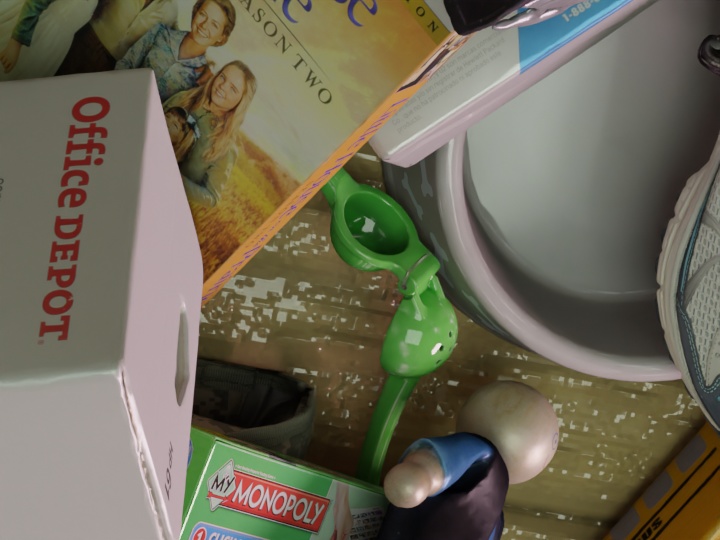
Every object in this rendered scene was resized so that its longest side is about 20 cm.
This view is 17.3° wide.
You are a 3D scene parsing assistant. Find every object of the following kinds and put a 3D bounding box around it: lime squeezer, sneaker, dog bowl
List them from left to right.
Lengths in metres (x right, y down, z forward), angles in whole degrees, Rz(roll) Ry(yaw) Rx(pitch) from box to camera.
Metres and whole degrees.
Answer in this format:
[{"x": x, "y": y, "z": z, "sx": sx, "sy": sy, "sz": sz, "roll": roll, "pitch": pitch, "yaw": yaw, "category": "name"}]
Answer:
[{"x": 0.000, "y": 0.000, "z": 0.897, "sx": 0.038, "sy": 0.071, "sz": 0.200, "roll": -33, "pitch": 115, "yaw": -33, "category": "lime squeezer"}, {"x": 0.109, "y": -0.049, "z": 0.895, "sx": 0.200, "sy": 0.059, "sz": 0.201, "roll": -3, "pitch": 109, "yaw": -9, "category": "dog bowl"}, {"x": 0.155, "y": -0.022, "z": 0.834, "sx": 0.077, "sy": 0.086, "sz": 0.200, "roll": 1, "pitch": 108, "yaw": -9, "category": "sneaker"}]

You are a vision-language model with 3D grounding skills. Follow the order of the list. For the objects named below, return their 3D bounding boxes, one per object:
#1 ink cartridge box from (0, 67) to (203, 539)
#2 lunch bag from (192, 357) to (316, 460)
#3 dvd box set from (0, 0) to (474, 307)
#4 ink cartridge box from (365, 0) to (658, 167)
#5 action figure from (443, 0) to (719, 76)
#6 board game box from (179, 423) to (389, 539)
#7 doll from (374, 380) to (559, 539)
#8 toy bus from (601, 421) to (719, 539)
[{"x": -0.154, "y": 0.018, "z": 0.727, "sx": 0.199, "sy": 0.145, "sz": 0.085, "roll": -5, "pitch": 131, "yaw": 3, "category": "ink cartridge box"}, {"x": -0.109, "y": 0.120, "z": 0.878, "sx": 0.200, "sy": 0.117, "sz": 0.164, "roll": -3, "pitch": 108, "yaw": -44, "category": "lunch bag"}, {"x": -0.061, "y": -0.081, "z": 0.792, "sx": 0.146, "sy": 0.029, "sz": 0.200, "roll": 51, "pitch": 126, "yaw": 6, "category": "dvd box set"}, {"x": 0.005, "y": -0.150, "z": 0.812, "sx": 0.115, "sy": 0.068, "sz": 0.200, "roll": -33, "pitch": 87, "yaw": 7, "category": "ink cartridge box"}, {"x": 0.100, "y": -0.118, "z": 0.737, "sx": 0.200, "sy": 0.130, "sz": 0.069, "roll": -10, "pitch": 156, "yaw": -38, "category": "action figure"}, {"x": -0.035, "y": 0.135, "z": 0.864, "sx": 0.200, "sy": 0.029, "sz": 0.135, "roll": 27, "pitch": 83, "yaw": -58, "category": "board game box"}, {"x": 0.018, "y": 0.121, "z": 0.860, "sx": 0.048, "sy": 0.200, "sz": 0.137, "roll": 19, "pitch": 147, "yaw": 16, "category": "doll"}, {"x": 0.150, "y": 0.110, "z": 0.944, "sx": 0.065, "sy": 0.078, "sz": 0.200, "roll": 38, "pitch": 99, "yaw": -18, "category": "toy bus"}]
